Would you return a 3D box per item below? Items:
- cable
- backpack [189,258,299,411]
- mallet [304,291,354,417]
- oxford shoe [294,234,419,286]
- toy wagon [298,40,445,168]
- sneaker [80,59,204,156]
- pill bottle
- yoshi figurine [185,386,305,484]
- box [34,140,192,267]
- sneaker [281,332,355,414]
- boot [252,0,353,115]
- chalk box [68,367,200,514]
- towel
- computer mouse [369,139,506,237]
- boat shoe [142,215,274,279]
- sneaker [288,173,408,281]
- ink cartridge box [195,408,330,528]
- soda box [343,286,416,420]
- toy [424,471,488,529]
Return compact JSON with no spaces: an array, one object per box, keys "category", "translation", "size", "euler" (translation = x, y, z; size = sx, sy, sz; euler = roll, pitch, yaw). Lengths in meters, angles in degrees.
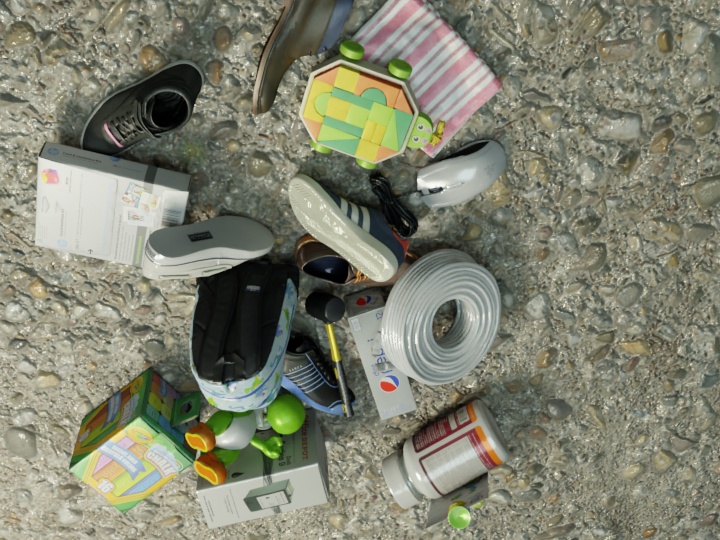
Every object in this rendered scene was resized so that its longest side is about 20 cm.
[{"category":"cable","translation":[0.122,0.071,1.257],"size":[0.197,0.069,0.204],"euler":[5,104,-33]},{"category":"backpack","translation":[-0.169,0.098,1.201],"size":[0.159,0.202,0.156],"euler":[-1,129,1]},{"category":"mallet","translation":[-0.032,0.130,1.279],"size":[0.041,0.065,0.204],"euler":[-21,100,-31]},{"category":"oxford shoe","translation":[0.000,0.000,1.242],"size":[0.196,0.073,0.073],"euler":[6,117,-9]},{"category":"toy wagon","translation":[0.020,-0.210,1.128],"size":[0.196,0.040,0.157],"euler":[19,127,-5]},{"category":"sneaker","translation":[-0.293,-0.197,1.094],"size":[0.198,0.100,0.071],"euler":[-31,119,11]},{"category":"pill bottle","translation":[0.140,0.309,1.398],"size":[0.198,0.110,0.110],"euler":[-31,117,11]},{"category":"yoshi figurine","translation":[-0.160,0.236,1.279],"size":[0.112,0.199,0.113],"euler":[46,135,12]},{"category":"box","translation":[-0.343,-0.082,1.162],"size":[0.196,0.042,0.158],"euler":[11,131,-12]},{"category":"sneaker","translation":[-0.078,0.153,1.316],"size":[0.198,0.071,0.078],"euler":[31,115,-20]},{"category":"boot","translation":[-0.077,-0.286,1.085],"size":[0.095,0.075,0.203],"euler":[16,113,-11]},{"category":"chalk box","translation":[-0.333,0.253,1.311],"size":[0.199,0.125,0.124],"euler":[-37,116,12]},{"category":"towel","translation":[0.080,-0.267,1.138],"size":[0.199,0.030,0.146],"euler":[40,106,-22]},{"category":"computer mouse","translation":[0.119,-0.126,1.207],"size":[0.197,0.044,0.111],"euler":[-24,116,7]},{"category":"boat shoe","translation":[-0.213,-0.024,1.179],"size":[0.198,0.072,0.066],"euler":[-15,148,-42]},{"category":"sneaker","translation":[-0.014,-0.073,1.205],"size":[0.200,0.085,0.075],"euler":[43,137,3]},{"category":"ink cartridge box","translation":[-0.154,0.314,1.349],"size":[0.196,0.147,0.085],"euler":[-13,118,0]},{"category":"soda box","translation":[0.031,0.131,1.317],"size":[0.062,0.069,0.203],"euler":[-17,118,1]},{"category":"toy","translation":[0.170,0.383,1.392],"size":[0.114,0.200,0.048],"euler":[-30,86,10]}]
